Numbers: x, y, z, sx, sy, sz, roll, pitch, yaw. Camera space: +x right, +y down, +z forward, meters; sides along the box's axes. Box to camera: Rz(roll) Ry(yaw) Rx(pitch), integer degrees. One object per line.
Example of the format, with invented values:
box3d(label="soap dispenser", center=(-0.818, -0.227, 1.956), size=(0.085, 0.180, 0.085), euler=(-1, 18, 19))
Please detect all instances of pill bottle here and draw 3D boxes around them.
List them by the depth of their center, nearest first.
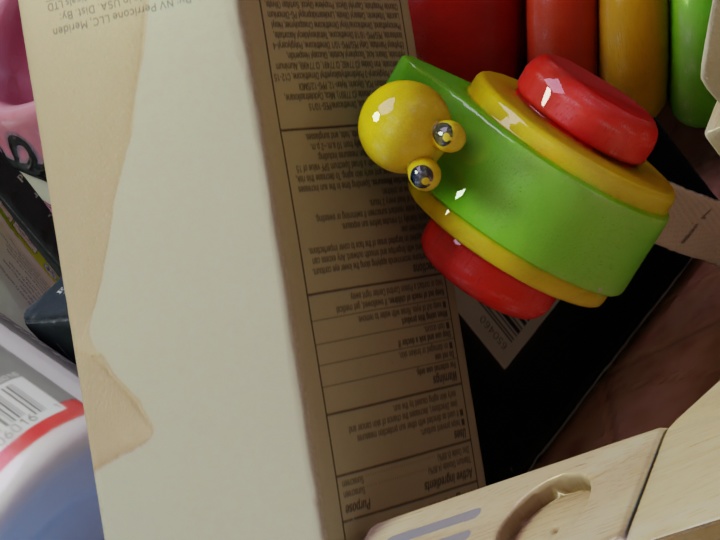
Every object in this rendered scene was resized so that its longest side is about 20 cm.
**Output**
box3d(label="pill bottle", center=(-0.166, 0.061, 0.908), size=(0.200, 0.114, 0.114), euler=(31, 68, 34))

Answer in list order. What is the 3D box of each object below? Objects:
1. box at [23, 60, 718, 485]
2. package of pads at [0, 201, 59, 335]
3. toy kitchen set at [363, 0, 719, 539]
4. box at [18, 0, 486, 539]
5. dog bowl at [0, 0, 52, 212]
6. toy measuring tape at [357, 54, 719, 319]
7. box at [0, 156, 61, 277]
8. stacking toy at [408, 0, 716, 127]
box3d(label="box", center=(0.000, 0.000, 0.882), size=(0.148, 0.107, 0.200), euler=(-50, 23, -24))
box3d(label="package of pads", center=(-0.205, 0.063, 1.045), size=(0.200, 0.155, 0.068), euler=(-36, 9, 13))
box3d(label="toy kitchen set", center=(0.086, 0.002, 0.642), size=(0.180, 0.163, 0.200), euler=(-24, 25, 38))
box3d(label="box", center=(-0.030, -0.011, 0.705), size=(0.078, 0.200, 0.095), euler=(-9, -2, 32))
box3d(label="dog bowl", center=(-0.056, -0.098, 0.870), size=(0.200, 0.074, 0.200), euler=(-35, 32, 26))
box3d(label="toy measuring tape", center=(0.076, -0.013, 0.711), size=(0.074, 0.200, 0.074), euler=(-17, 65, 41))
box3d(label="box", center=(-0.177, -0.070, 1.211), size=(0.104, 0.200, 0.148), euler=(-49, 23, -24))
box3d(label="stacking toy", center=(0.100, -0.076, 0.761), size=(0.200, 0.085, 0.085), euler=(-1, 27, 4))
